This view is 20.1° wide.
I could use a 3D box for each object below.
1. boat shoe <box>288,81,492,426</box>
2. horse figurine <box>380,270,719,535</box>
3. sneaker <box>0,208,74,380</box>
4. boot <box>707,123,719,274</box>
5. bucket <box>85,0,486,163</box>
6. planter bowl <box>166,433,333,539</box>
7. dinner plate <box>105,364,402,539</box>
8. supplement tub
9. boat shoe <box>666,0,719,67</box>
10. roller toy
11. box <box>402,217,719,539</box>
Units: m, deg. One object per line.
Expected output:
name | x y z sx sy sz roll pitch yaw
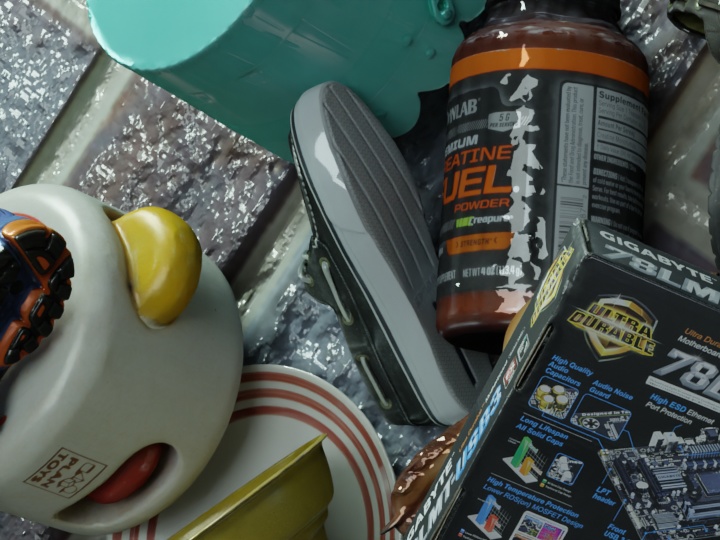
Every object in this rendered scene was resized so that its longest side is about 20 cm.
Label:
boat shoe | 0.000 0.000 1.077 0.071 0.072 0.200 -17 103 31
horse figurine | 0.104 0.065 0.975 0.132 0.050 0.200 22 118 2
sneaker | -0.227 0.051 1.067 0.200 0.075 0.078 -54 46 1
boot | 0.242 0.004 0.983 0.132 0.070 0.200 -5 88 29
bucket | -0.045 -0.170 1.121 0.207 0.135 0.207 -20 60 38
planter bowl | -0.076 0.175 1.051 0.200 0.200 0.083 -36 89 19
dinner plate | -0.059 0.153 1.146 0.200 0.024 0.200 -8 74 28
supplement tub | 0.096 -0.058 1.056 0.107 0.107 0.200 -3 76 30
boat shoe | 0.203 -0.118 0.987 0.065 0.073 0.200 -61 15 13
roller toy | -0.171 0.050 1.149 0.200 0.140 0.183 9 77 44
box | 0.144 0.102 0.925 0.200 0.050 0.199 22 111 -9
